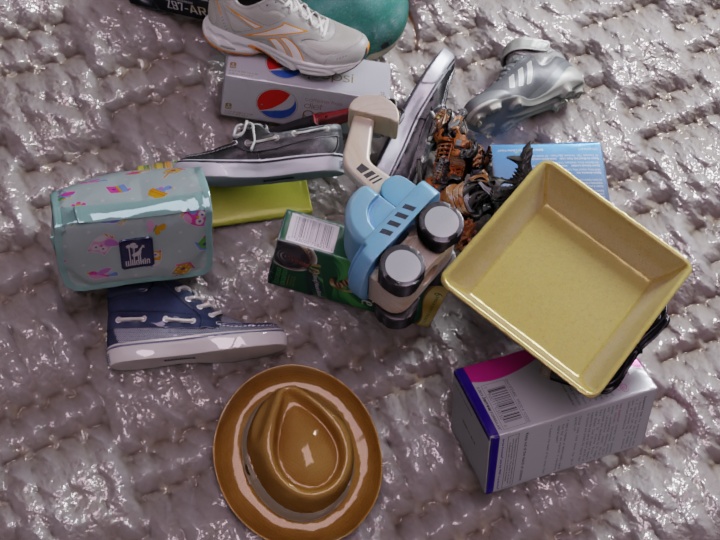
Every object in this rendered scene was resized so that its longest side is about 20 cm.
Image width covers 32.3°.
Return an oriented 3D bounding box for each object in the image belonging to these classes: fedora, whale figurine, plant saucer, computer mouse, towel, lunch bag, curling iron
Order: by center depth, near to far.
[{"bbox_3d":[0.212,0.012,1.301,0.199,0.049,0.200,37,66,14],"label":"plant saucer"},{"bbox_3d":[-0.241,-0.046,1.315,0.167,0.200,0.124,-6,88,-12],"label":"lunch bag"},{"bbox_3d":[-0.063,0.189,1.321,0.197,0.082,0.204,4,67,-8],"label":"fedora"},{"bbox_3d":[0.222,0.062,1.349,0.198,0.046,0.141,25,61,31],"label":"computer mouse"},{"bbox_3d":[-0.159,-0.092,1.456,0.196,0.018,0.088,-9,75,-13],"label":"towel"},{"bbox_3d":[-0.044,-0.170,1.456,0.196,0.026,0.050,-6,41,16],"label":"curling iron"},{"bbox_3d":[-0.037,-0.317,1.516,0.197,0.104,0.161,-17,72,-10],"label":"whale figurine"}]

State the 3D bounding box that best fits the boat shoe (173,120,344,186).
[{"bbox_3d":[-0.116,-0.136,1.414,0.196,0.074,0.069,-5,85,3],"label":"boat shoe"}]

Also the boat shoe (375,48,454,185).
[{"bbox_3d":[0.077,-0.169,1.485,0.067,0.074,0.201,28,68,-5],"label":"boat shoe"}]

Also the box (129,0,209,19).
[{"bbox_3d":[-0.185,-0.406,1.543,0.158,0.044,0.203,15,67,11],"label":"box"}]

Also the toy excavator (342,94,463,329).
[{"bbox_3d":[0.023,-0.073,1.310,0.199,0.100,0.195,37,67,15],"label":"toy excavator"}]

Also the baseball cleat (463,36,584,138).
[{"bbox_3d":[0.184,-0.229,1.533,0.198,0.070,0.107,-17,64,-37],"label":"baseball cleat"}]

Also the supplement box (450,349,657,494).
[{"bbox_3d":[0.208,0.149,1.356,0.197,0.104,0.102,-15,46,-13],"label":"supplement box"}]

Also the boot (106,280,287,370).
[{"bbox_3d":[-0.180,0.052,1.361,0.196,0.073,0.092,-4,75,-10],"label":"boot"}]

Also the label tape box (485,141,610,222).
[{"bbox_3d":[0.225,-0.048,1.474,0.141,0.066,0.204,-2,72,-9],"label":"label tape box"}]

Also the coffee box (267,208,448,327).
[{"bbox_3d":[0.000,0.000,1.387,0.197,0.123,0.045,16,65,-4],"label":"coffee box"}]

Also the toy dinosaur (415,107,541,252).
[{"bbox_3d":[0.133,-0.086,1.409,0.133,0.102,0.204,-9,95,4],"label":"toy dinosaur"}]

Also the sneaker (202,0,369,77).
[{"bbox_3d":[-0.084,-0.288,1.431,0.196,0.093,0.076,11,43,-2],"label":"sneaker"}]

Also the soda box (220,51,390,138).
[{"bbox_3d":[-0.065,-0.217,1.485,0.196,0.069,0.064,7,53,-6],"label":"soda box"}]
